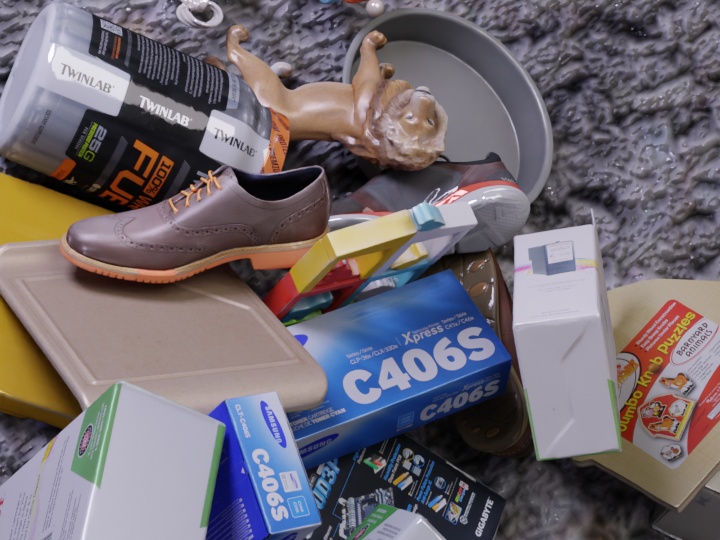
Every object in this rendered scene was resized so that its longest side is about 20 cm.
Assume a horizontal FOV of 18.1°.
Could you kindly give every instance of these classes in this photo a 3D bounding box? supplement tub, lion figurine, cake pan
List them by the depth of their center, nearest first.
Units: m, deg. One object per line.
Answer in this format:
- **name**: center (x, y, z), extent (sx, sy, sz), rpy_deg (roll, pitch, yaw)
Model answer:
- **supplement tub**: center (-0.160, -0.107, 1.669), extent (0.199, 0.123, 0.123), rpy_deg (21, 55, -18)
- **lion figurine**: center (-0.030, -0.127, 1.756), extent (0.198, 0.073, 0.123), rpy_deg (-2, 51, 6)
- **cake pan**: center (0.067, -0.123, 1.867), extent (0.199, 0.037, 0.202), rpy_deg (14, 58, -23)

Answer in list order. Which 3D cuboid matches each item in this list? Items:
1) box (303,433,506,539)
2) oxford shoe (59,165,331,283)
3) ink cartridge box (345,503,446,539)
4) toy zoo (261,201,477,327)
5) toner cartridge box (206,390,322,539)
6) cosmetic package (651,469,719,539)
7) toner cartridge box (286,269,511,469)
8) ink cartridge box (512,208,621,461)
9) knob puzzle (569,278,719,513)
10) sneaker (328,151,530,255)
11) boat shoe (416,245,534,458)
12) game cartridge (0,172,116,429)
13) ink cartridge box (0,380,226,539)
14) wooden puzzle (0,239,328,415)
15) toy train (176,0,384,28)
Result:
- **box**: center (0.006, 0.210, 1.638), extent (0.158, 0.046, 0.201), rpy_deg (32, 52, -10)
- **oxford shoe**: center (-0.117, -0.041, 1.607), extent (0.198, 0.073, 0.071), rpy_deg (-7, 34, -20)
- **ink cartridge box**: center (-0.012, 0.257, 1.490), extent (0.083, 0.147, 0.200), rpy_deg (44, 82, -6)
- **toy zoo**: center (0.000, 0.000, 1.654), extent (0.130, 0.200, 0.021), rpy_deg (-14, 71, -35)
- **toner cartridge box**: center (-0.101, 0.165, 1.501), extent (0.043, 0.200, 0.096), rpy_deg (-8, 69, -35)
- **cosmetic package**: center (0.315, 0.130, 1.837), extent (0.103, 0.087, 0.201), rpy_deg (27, 53, -7)
- **toner cartridge box**: center (0.001, 0.075, 1.642), extent (0.199, 0.043, 0.095), rpy_deg (-20, 54, -23)
- **ink cartridge box**: center (0.156, 0.044, 1.710), extent (0.200, 0.067, 0.118), rpy_deg (-80, 160, -65)
- **knob puzzle**: center (0.233, 0.086, 1.799), extent (0.218, 0.031, 0.221), rpy_deg (-10, 51, 13)
- **sneaker**: center (0.029, -0.047, 1.763), extent (0.198, 0.077, 0.082), rpy_deg (-9, 48, -8)
- **boat shoe**: center (0.095, 0.057, 1.773), extent (0.067, 0.072, 0.201), rpy_deg (34, 37, -55)
- **game cartridge**: center (-0.205, 0.032, 1.626), extent (0.199, 0.032, 0.177), rpy_deg (20, 56, -17)
- **ink cartridge box**: center (-0.176, 0.182, 1.448), extent (0.084, 0.200, 0.146), rpy_deg (23, 54, -21)
- **wooden puzzle**: center (-0.144, 0.044, 1.575), extent (0.184, 0.037, 0.200), rpy_deg (-5, 37, -31)
- **toy train**: center (-0.073, -0.254, 1.811), extent (0.199, 0.056, 0.150), rpy_deg (-13, 44, -33)
